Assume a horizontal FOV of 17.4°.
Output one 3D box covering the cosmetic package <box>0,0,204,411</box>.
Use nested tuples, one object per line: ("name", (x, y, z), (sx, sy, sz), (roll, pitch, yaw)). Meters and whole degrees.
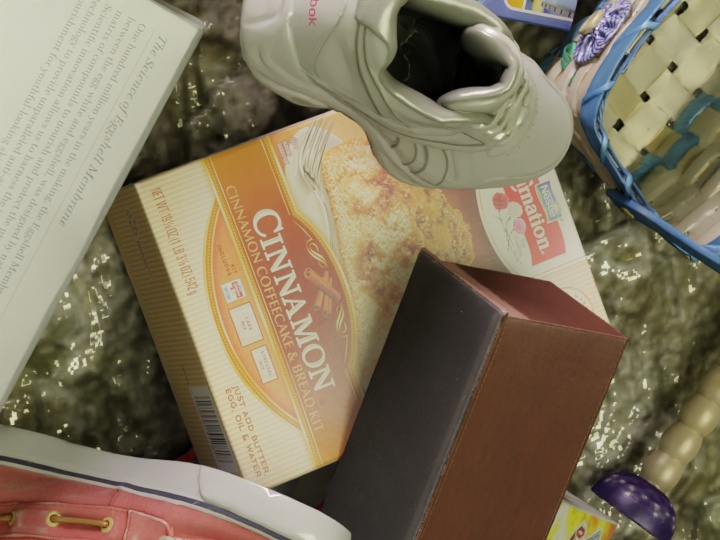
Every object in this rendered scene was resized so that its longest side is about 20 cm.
("cosmetic package", (-0.210, -0.070, 0.993), (0.200, 0.123, 0.199), (28, 91, -29))

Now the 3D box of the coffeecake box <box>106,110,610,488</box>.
("coffeecake box", (0.000, 0.000, 1.122), (0.200, 0.073, 0.154), (-22, 94, -20))

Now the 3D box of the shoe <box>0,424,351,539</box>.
("shoe", (-0.104, 0.134, 1.063), (0.071, 0.200, 0.091), (50, 55, -56))

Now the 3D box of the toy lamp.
("toy lamp", (0.201, 0.051, 1.274), (0.058, 0.058, 0.200), (37, 89, -30))

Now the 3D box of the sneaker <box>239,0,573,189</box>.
("sneaker", (0.041, -0.078, 1.026), (0.200, 0.099, 0.078), (20, 85, -47))

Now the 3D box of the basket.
("basket", (0.185, -0.085, 1.138), (0.176, 0.200, 0.139), (-49, 126, -8))

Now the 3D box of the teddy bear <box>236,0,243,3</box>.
("teddy bear", (-0.075, -0.181, 1.025), (0.145, 0.200, 0.067), (39, 126, -5))

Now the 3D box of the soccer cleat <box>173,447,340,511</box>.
("soccer cleat", (-0.069, 0.110, 1.159), (0.200, 0.068, 0.073), (-14, 86, -17))

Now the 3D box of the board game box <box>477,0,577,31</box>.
("board game box", (0.061, -0.225, 1.131), (0.135, 0.034, 0.200), (8, 101, -27))

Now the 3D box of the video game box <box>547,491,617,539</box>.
("video game box", (0.035, 0.191, 1.194), (0.200, 0.047, 0.182), (-61, 151, 1))

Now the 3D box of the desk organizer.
("desk organizer", (0.040, 0.100, 1.068), (0.077, 0.072, 0.200), (11, 107, -35))
